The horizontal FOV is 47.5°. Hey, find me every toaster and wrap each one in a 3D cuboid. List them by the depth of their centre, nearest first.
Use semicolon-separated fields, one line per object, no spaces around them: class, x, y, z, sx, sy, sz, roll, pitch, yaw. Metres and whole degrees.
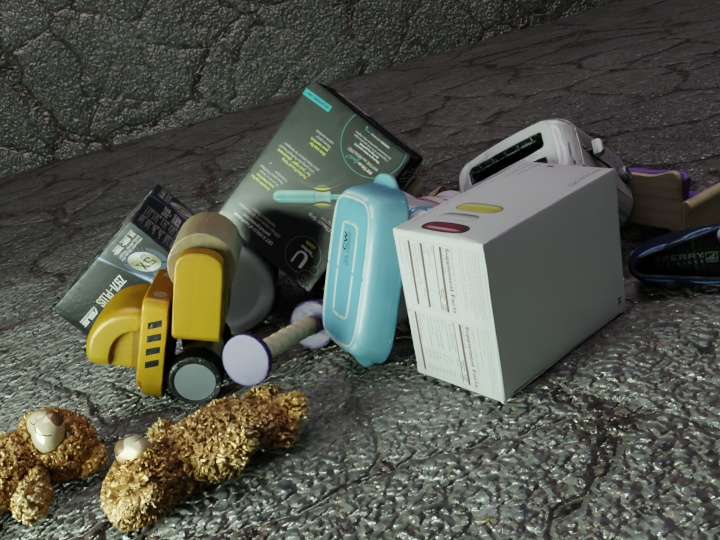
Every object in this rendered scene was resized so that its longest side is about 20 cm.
toaster;0.203;-0.086;0.946;0.200;0.129;0.114;-26;50;34

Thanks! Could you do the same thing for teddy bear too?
teddy bear;-0.138;0.148;0.723;0.199;0.067;0.145;-20;19;-17
teddy bear;-0.332;0.183;0.730;0.199;0.067;0.145;-20;24;-17

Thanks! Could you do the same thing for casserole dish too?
casserole dish;0.000;0.000;0.831;0.039;0.201;0.121;3;11;-26

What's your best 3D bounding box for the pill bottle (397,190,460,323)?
pill bottle;0.066;-0.023;0.979;0.108;0.109;0.200;3;27;38

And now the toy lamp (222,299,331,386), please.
toy lamp;-0.073;0.070;0.861;0.058;0.058;0.200;-5;9;23

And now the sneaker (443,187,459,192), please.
sneaker;0.185;-0.097;1.131;0.071;0.083;0.199;-24;22;-26

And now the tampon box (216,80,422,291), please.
tampon box;-0.046;-0.102;0.997;0.200;0.150;0.126;-52;-5;12

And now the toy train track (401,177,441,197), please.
toy train track;0.064;-0.088;1.107;0.115;0.033;0.200;-50;-9;-7

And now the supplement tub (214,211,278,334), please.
supplement tub;-0.167;-0.009;1.073;0.122;0.123;0.200;-13;21;2

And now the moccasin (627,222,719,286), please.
moccasin;0.368;-0.011;0.810;0.199;0.081;0.068;-17;2;31

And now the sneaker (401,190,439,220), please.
sneaker;0.093;-0.031;0.879;0.075;0.200;0.087;-47;47;5

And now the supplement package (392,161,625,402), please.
supplement package;0.149;0.001;0.787;0.200;0.156;0.111;-28;28;-35

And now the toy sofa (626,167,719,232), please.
toy sofa;0.346;-0.094;0.999;0.083;0.098;0.200;-23;22;-25

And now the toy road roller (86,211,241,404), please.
toy road roller;-0.209;0.038;0.874;0.145;0.201;0.123;7;20;-7

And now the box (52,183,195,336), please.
box;-0.314;-0.013;1.128;0.164;0.086;0.200;-46;16;12
